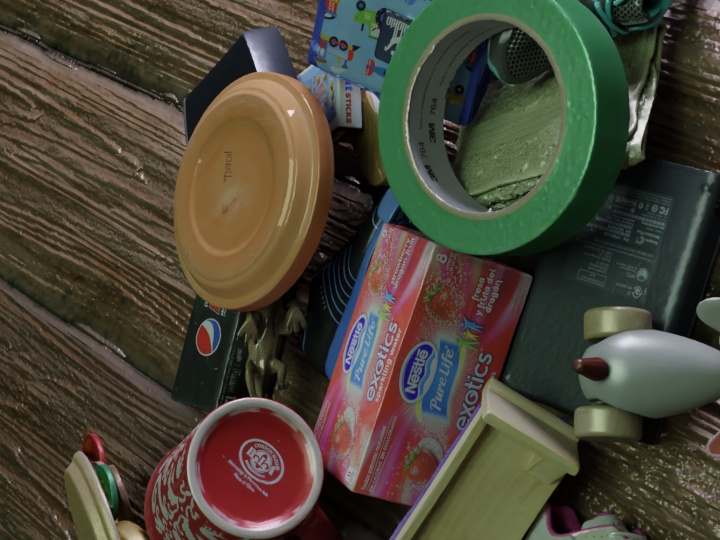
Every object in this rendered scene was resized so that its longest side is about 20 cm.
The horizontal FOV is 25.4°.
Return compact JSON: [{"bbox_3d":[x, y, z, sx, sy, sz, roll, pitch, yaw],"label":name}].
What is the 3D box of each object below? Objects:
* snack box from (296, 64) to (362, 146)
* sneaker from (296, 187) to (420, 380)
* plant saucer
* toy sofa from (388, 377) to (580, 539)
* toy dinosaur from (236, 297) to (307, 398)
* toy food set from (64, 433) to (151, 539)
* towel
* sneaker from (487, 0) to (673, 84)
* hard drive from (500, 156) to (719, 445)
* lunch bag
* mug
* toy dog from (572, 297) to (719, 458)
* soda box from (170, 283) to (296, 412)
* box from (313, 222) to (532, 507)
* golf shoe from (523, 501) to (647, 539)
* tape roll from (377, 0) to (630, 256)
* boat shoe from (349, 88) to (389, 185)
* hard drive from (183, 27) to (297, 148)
[{"bbox_3d":[-0.052,-0.133,1.419,0.200,0.024,0.073,155,117,-61],"label":"snack box"},{"bbox_3d":[0.000,0.000,1.345,0.078,0.070,0.202,41,115,40],"label":"sneaker"},{"bbox_3d":[-0.098,-0.068,1.336,0.199,0.032,0.203,-15,70,46],"label":"plant saucer"},{"bbox_3d":[0.079,0.184,1.194,0.201,0.082,0.098,-59,3,16],"label":"toy sofa"},{"bbox_3d":[-0.080,0.046,1.372,0.101,0.057,0.203,-166,85,-81],"label":"toy dinosaur"},{"bbox_3d":[-0.222,0.251,1.453,0.201,0.048,0.199,103,146,-59],"label":"toy food set"},{"bbox_3d":[0.146,-0.113,1.238,0.199,0.036,0.149,-21,41,40],"label":"towel"},{"bbox_3d":[0.181,-0.205,1.197,0.200,0.078,0.092,-40,37,12],"label":"sneaker"},{"bbox_3d":[0.189,0.014,1.201,0.139,0.033,0.202,19,92,44],"label":"hard drive"},{"bbox_3d":[0.047,-0.221,1.281,0.149,0.094,0.202,21,109,16],"label":"lunch bag"},{"bbox_3d":[-0.079,0.179,1.296,0.200,0.175,0.135,125,153,-68],"label":"mug"},{"bbox_3d":[0.223,0.066,1.084,0.199,0.096,0.133,-24,73,24],"label":"toy dog"},{"bbox_3d":[-0.107,0.030,1.452,0.070,0.063,0.202,11,86,45],"label":"soda box"},{"bbox_3d":[0.044,0.076,1.261,0.102,0.094,0.202,27,99,64],"label":"box"},{"bbox_3d":[0.186,0.220,1.125,0.199,0.075,0.093,11,83,43],"label":"golf shoe"},{"bbox_3d":[0.102,-0.112,1.180,0.199,0.048,0.203,1,91,40],"label":"tape roll"},{"bbox_3d":[0.020,-0.148,1.381,0.071,0.069,0.201,113,148,-44],"label":"boat shoe"},{"bbox_3d":[-0.099,-0.105,1.404,0.135,0.042,0.202,-41,51,36],"label":"hard drive"}]
